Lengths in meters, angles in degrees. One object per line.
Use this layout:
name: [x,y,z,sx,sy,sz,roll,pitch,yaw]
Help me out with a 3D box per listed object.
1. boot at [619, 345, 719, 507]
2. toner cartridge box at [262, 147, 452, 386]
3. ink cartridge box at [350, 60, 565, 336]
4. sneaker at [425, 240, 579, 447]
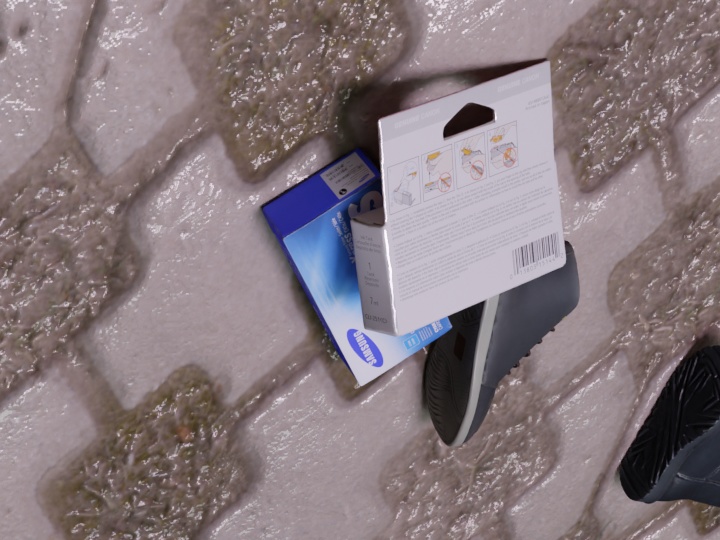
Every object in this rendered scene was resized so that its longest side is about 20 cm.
boot: [0.363,0.155,2.140,0.168,0.077,0.200,7,129,-32]
toner cartridge box: [0.000,0.000,1.800,0.095,0.043,0.200,-32,137,-4]
ink cartridge box: [0.077,-0.061,1.758,0.200,0.045,0.177,-21,113,-40]
sneaker: [0.126,0.066,1.915,0.106,0.075,0.201,-7,129,-28]
